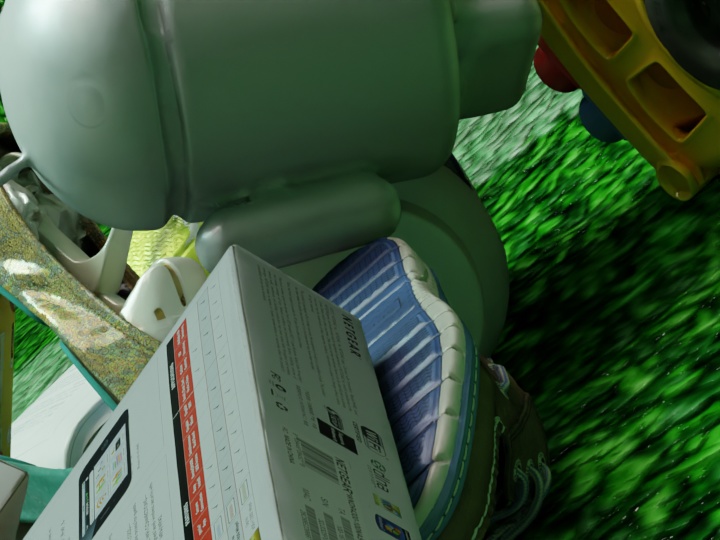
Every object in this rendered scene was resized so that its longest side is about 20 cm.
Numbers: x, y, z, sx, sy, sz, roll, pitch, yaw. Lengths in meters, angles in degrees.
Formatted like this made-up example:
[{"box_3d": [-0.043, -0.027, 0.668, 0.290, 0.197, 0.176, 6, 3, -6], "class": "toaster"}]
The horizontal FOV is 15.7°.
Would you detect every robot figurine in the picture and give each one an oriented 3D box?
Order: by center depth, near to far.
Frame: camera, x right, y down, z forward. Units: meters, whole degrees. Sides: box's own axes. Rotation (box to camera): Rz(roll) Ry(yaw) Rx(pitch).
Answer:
[{"box_3d": [-0.040, -0.077, 0.913, 0.200, 0.170, 0.113, -11, -28, -10], "class": "robot figurine"}]

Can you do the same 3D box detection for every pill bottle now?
[{"box_3d": [0.000, 0.000, 1.028, 0.111, 0.111, 0.200, -40, 9, 5], "class": "pill bottle"}]

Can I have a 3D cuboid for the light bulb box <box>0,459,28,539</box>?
[{"box_3d": [-0.237, 0.130, 0.879, 0.125, 0.198, 0.200, -59, -8, -49], "class": "light bulb box"}]

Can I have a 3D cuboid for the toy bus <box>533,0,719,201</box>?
[{"box_3d": [0.109, -0.129, 0.958, 0.136, 0.200, 0.192, -40, 1, -35], "class": "toy bus"}]

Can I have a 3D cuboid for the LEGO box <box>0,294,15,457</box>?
[{"box_3d": [-0.193, 0.103, 1.068, 0.077, 0.200, 0.149, 4, 14, 2], "class": "LEGO box"}]

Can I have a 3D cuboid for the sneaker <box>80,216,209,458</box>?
[{"box_3d": [-0.062, 0.071, 1.110, 0.076, 0.105, 0.200, -20, 46, 23], "class": "sneaker"}]

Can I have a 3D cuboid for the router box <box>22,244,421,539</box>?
[{"box_3d": [-0.059, 0.108, 0.706, 0.180, 0.049, 0.200, -54, 18, 14], "class": "router box"}]

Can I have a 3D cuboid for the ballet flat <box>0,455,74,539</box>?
[{"box_3d": [-0.109, 0.102, 0.954, 0.067, 0.200, 0.070, 108, 167, -62], "class": "ballet flat"}]

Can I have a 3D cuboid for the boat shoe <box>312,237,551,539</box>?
[{"box_3d": [0.024, 0.051, 0.806, 0.072, 0.072, 0.200, -41, 17, 14], "class": "boat shoe"}]

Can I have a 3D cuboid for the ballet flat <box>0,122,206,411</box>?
[{"box_3d": [-0.098, 0.009, 1.031, 0.071, 0.200, 0.071, -35, -32, -26], "class": "ballet flat"}]

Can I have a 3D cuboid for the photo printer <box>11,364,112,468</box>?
[{"box_3d": [-0.107, 0.069, 1.259, 0.200, 0.069, 0.166, -46, 10, -31], "class": "photo printer"}]
